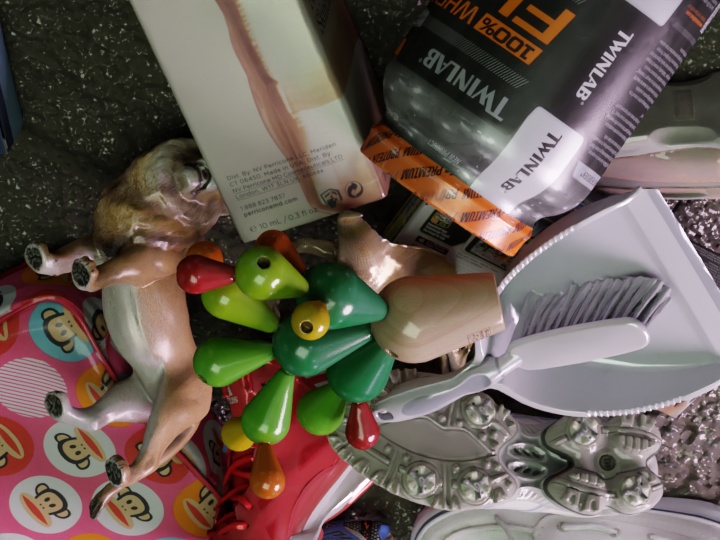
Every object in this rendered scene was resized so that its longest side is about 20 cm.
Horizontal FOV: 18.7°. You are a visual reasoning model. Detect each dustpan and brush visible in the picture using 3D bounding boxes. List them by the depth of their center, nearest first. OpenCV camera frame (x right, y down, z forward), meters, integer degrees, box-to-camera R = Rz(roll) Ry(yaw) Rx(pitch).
[{"bbox_3d":[0.093,0.042,1.190,0.200,0.057,0.140,-16,128,29],"label":"dustpan and brush"}]

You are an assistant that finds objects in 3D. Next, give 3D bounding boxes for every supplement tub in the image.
[{"bbox_3d":[0.094,-0.114,1.095,0.123,0.123,0.200,33,95,-13],"label":"supplement tub"}]

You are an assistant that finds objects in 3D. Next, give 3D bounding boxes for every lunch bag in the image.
[{"bbox_3d":[-0.186,0.101,1.302,0.176,0.082,0.200,-25,115,19],"label":"lunch bag"}]

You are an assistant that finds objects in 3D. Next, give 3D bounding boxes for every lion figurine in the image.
[{"bbox_3d":[-0.116,0.028,1.216,0.072,0.122,0.200,10,108,38],"label":"lion figurine"}]

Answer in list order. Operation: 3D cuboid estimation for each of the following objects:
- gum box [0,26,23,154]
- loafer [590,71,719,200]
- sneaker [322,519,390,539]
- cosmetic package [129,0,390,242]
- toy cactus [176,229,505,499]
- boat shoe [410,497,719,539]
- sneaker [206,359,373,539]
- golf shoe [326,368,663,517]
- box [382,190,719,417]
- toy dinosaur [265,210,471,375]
[{"bbox_3d":[-0.301,-0.140,1.198,0.200,0.045,0.170,-4,119,9],"label":"gum box"},{"bbox_3d":[0.194,-0.067,1.185,0.200,0.072,0.063,3,138,11],"label":"loafer"},{"bbox_3d":[0.010,0.237,1.367,0.078,0.075,0.200,-17,118,11],"label":"sneaker"},{"bbox_3d":[-0.057,-0.130,1.147,0.087,0.103,0.200,-18,118,14],"label":"cosmetic package"},{"bbox_3d":[-0.007,0.038,1.134,0.165,0.102,0.200,-13,141,4],"label":"toy cactus"},{"bbox_3d":[0.129,0.181,1.314,0.202,0.086,0.075,5,120,2],"label":"boat shoe"},{"bbox_3d":[-0.069,0.114,1.251,0.078,0.200,0.116,-17,115,47],"label":"sneaker"},{"bbox_3d":[0.072,0.111,1.273,0.200,0.078,0.097,13,165,-8],"label":"golf shoe"},{"bbox_3d":[0.119,0.005,1.222,0.200,0.035,0.110,26,141,-9],"label":"box"},{"bbox_3d":[0.000,0.000,1.202,0.101,0.058,0.200,-9,150,20],"label":"toy dinosaur"}]
